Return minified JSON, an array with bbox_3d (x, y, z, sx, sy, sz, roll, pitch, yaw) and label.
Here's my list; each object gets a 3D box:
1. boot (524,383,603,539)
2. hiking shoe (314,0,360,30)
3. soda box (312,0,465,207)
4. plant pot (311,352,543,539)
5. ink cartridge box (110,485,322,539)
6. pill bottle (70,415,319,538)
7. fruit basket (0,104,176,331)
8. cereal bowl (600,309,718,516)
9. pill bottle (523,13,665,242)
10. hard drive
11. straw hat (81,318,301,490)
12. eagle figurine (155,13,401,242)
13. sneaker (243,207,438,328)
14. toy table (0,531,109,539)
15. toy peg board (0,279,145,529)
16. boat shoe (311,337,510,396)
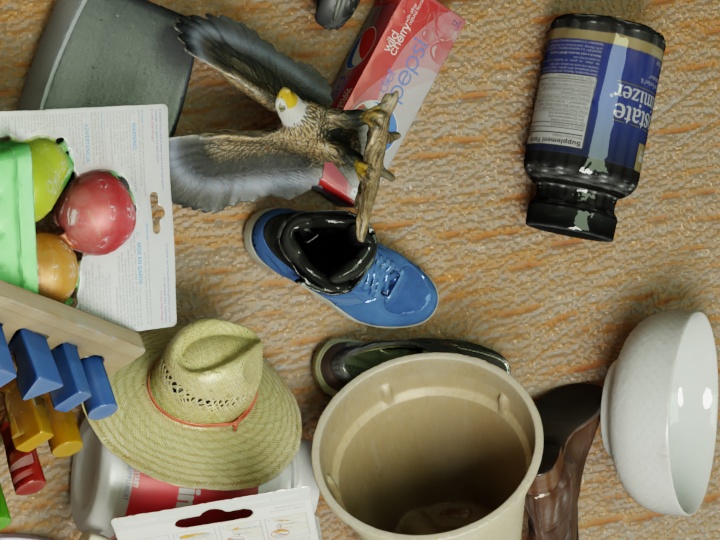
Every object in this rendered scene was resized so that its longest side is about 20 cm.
[{"bbox_3d":[0.196,0.232,1.637,0.186,0.064,0.201,-45,133,-50],"label":"boot"},{"bbox_3d":[-0.041,-0.315,1.507,0.100,0.076,0.201,4,96,10],"label":"hiking shoe"},{"bbox_3d":[0.014,-0.158,1.538,0.070,0.063,0.201,30,82,-22],"label":"soda box"},{"bbox_3d":[0.070,0.208,1.504,0.200,0.200,0.184,-32,139,-18],"label":"plant pot"},{"bbox_3d":[-0.114,0.220,1.392,0.161,0.200,0.050,-9,53,-2],"label":"ink cartridge box"},{"bbox_3d":[-0.141,0.180,1.463,0.199,0.112,0.113,8,90,-24],"label":"pill bottle"},{"bbox_3d":[-0.242,-0.037,1.346,0.199,0.094,0.186,-8,99,-38],"label":"fruit basket"},{"bbox_3d":[0.283,0.134,1.629,0.200,0.083,0.201,3,90,-66],"label":"cereal bowl"},{"bbox_3d":[0.216,-0.133,1.600,0.111,0.112,0.201,12,88,-23],"label":"pill bottle"},{"bbox_3d":[-0.217,-0.141,1.442,0.134,0.042,0.201,20,85,-23],"label":"hard drive"},{"bbox_3d":[-0.127,0.087,1.416,0.200,0.202,0.085,8,132,-23],"label":"straw hat"},{"bbox_3d":[-0.070,-0.125,1.429,0.199,0.152,0.151,11,131,13],"label":"eagle figurine"},{"bbox_3d":[-0.001,0.001,1.514,0.199,0.111,0.077,28,82,-22],"label":"sneaker"},{"bbox_3d":[-0.264,0.299,1.415,0.199,0.117,0.185,8,90,-24],"label":"toy table"},{"bbox_3d":[-0.287,0.117,1.307,0.199,0.200,0.098,-32,63,17],"label":"toy peg board"},{"bbox_3d":[0.056,0.097,1.568,0.200,0.066,0.072,6,90,-23],"label":"boat shoe"}]
